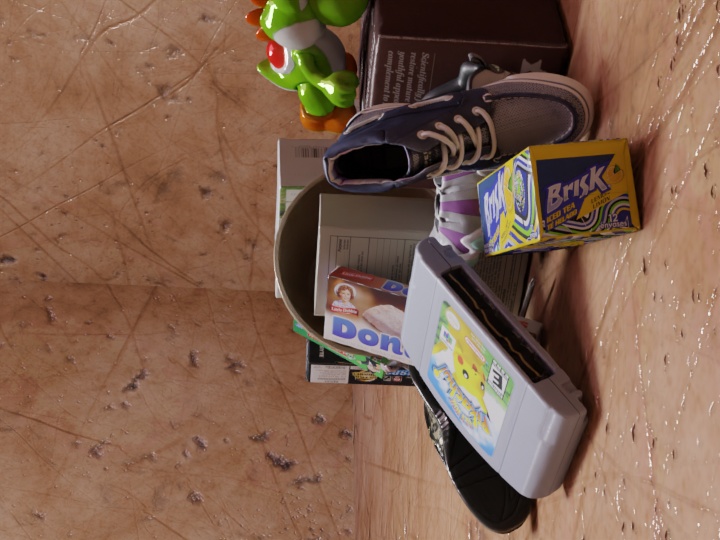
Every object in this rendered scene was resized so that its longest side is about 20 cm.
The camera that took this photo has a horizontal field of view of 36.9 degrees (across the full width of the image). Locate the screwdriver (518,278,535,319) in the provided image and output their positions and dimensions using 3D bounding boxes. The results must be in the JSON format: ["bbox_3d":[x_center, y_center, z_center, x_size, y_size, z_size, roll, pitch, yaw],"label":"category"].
[{"bbox_3d":[0.139,0.066,0.998,0.029,0.028,0.200,53,155,35],"label":"screwdriver"}]

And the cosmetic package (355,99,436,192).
[{"bbox_3d":[0.057,-0.086,1.340,0.200,0.164,0.165,99,171,-57],"label":"cosmetic package"}]

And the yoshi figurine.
[{"bbox_3d":[-0.027,-0.214,0.987,0.112,0.112,0.200,-48,-23,-13],"label":"yoshi figurine"}]

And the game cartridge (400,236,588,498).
[{"bbox_3d":[0.099,0.082,0.872,0.200,0.040,0.134,51,154,33],"label":"game cartridge"}]

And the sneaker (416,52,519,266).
[{"bbox_3d":[0.069,-0.094,0.917,0.200,0.139,0.078,-59,20,23],"label":"sneaker"}]

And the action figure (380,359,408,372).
[{"bbox_3d":[0.088,0.085,1.255,0.149,0.134,0.200,50,176,-39],"label":"action figure"}]

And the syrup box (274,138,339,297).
[{"bbox_3d":[-0.061,-0.058,1.284,0.200,0.078,0.082,97,171,-50],"label":"syrup box"}]

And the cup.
[{"bbox_3d":[0.000,0.000,1.174,0.143,0.199,0.201,130,143,-76],"label":"cup"}]

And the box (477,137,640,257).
[{"bbox_3d":[0.137,-0.049,0.791,0.200,0.070,0.065,140,124,-85],"label":"box"}]

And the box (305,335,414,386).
[{"bbox_3d":[0.028,0.059,1.430,0.050,0.198,0.201,100,172,-49],"label":"box"}]

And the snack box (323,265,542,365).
[{"bbox_3d":[0.063,0.055,0.983,0.024,0.199,0.072,-49,-30,-53],"label":"snack box"}]

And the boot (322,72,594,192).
[{"bbox_3d":[0.074,-0.095,0.813,0.090,0.199,0.073,-57,-45,-61],"label":"boot"}]

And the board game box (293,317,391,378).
[{"bbox_3d":[0.022,0.034,1.401,0.200,0.134,0.029,-51,-19,-35],"label":"board game box"}]

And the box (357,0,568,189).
[{"bbox_3d":[0.085,-0.200,1.007,0.200,0.163,0.166,-92,6,-46],"label":"box"}]

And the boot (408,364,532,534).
[{"bbox_3d":[0.116,0.183,1.051,0.154,0.073,0.204,68,177,-53],"label":"boot"}]

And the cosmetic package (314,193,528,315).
[{"bbox_3d":[0.056,-0.011,1.043,0.073,0.199,0.104,-91,6,-59],"label":"cosmetic package"}]
